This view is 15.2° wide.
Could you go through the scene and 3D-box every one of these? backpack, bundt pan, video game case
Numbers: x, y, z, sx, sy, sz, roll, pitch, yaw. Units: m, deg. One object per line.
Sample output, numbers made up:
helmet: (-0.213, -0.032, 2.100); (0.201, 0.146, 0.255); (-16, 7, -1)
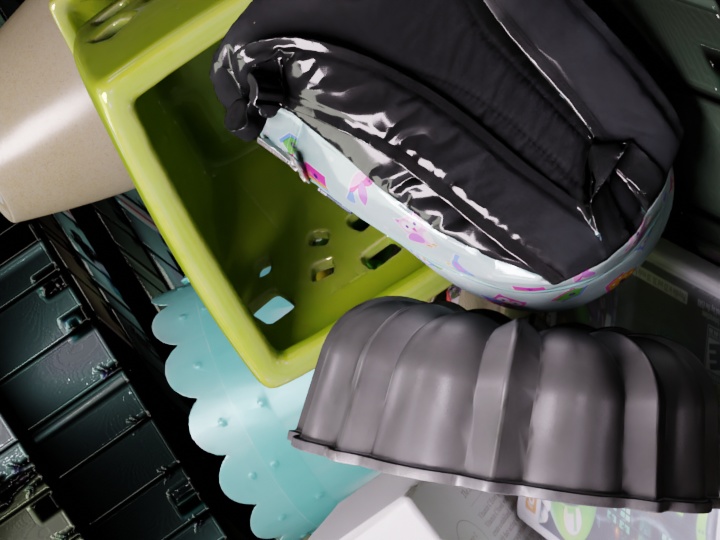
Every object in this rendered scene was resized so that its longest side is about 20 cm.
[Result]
backpack: (0.053, -0.074, 1.213); (0.200, 0.167, 0.127); (40, 178, 11)
bundt pan: (0.070, 0.057, 1.230); (0.202, 0.202, 0.076); (-169, 86, -74)
video game case: (0.136, 0.072, 1.338); (0.200, 0.023, 0.182); (-147, 56, -61)

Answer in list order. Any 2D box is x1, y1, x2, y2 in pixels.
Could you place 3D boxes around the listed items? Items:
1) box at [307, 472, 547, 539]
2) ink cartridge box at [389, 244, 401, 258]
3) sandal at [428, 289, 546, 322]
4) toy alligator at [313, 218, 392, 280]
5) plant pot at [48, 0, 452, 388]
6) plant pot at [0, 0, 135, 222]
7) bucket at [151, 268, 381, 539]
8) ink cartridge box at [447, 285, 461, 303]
box: (0.064, 0.201, 1.444); (0.200, 0.106, 0.152); (53, -158, -2)
ink cartridge box: (-0.015, -0.059, 1.552); (0.200, 0.042, 0.119); (58, 144, 17)
sandal: (0.062, 0.029, 1.418); (0.200, 0.054, 0.080); (-131, 44, -85)
toy alligator: (0.000, 0.000, 1.467); (0.059, 0.054, 0.200); (6, -145, -45)
plant pot: (-0.037, -0.094, 1.383); (0.200, 0.199, 0.181); (62, 172, -31)
plant pot: (-0.181, -0.126, 1.845); (0.187, 0.200, 0.187); (51, 167, 16)
bucket: (-0.041, 0.078, 1.893); (0.207, 0.135, 0.207); (62, -172, -15)
ink cartridge box: (0.050, -0.017, 1.591); (0.200, 0.050, 0.109); (48, 165, 34)
